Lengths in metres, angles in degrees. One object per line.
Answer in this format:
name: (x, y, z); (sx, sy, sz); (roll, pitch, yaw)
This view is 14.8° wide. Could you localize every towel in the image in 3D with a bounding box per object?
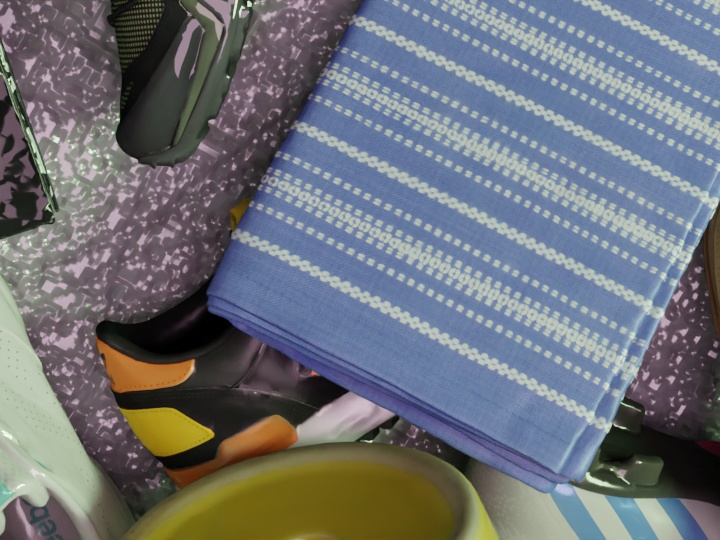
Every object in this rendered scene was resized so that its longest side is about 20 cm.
towel: (0.053, -0.040, 0.956); (0.145, 0.024, 0.200); (27, 78, 7)

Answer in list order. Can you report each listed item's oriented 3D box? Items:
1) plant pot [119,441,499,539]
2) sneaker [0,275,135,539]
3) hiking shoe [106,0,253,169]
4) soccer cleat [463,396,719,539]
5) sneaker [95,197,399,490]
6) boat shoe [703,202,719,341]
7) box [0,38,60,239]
plant pot: (-0.002, 0.170, 0.938); (0.201, 0.201, 0.189); (-17, 116, -7)
sneaker: (-0.136, 0.053, 0.957); (0.075, 0.088, 0.200); (-37, 107, 1)
hiking shoe: (-0.083, -0.135, 0.939); (0.101, 0.076, 0.200); (4, 94, -3)
soccer cleat: (0.126, 0.103, 1.040); (0.200, 0.070, 0.086); (20, 121, -17)
sneaker: (0.000, 0.000, 0.980); (0.200, 0.070, 0.090); (-36, 110, 1)
boat shoe: (0.173, 0.051, 0.981); (0.072, 0.068, 0.200); (-2, 73, -27)
box: (-0.190, -0.051, 0.863); (0.164, 0.200, 0.086); (-19, 108, -5)
